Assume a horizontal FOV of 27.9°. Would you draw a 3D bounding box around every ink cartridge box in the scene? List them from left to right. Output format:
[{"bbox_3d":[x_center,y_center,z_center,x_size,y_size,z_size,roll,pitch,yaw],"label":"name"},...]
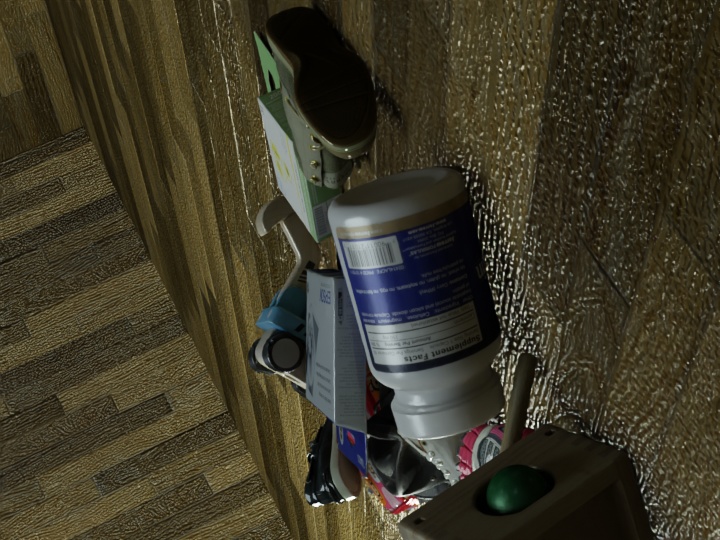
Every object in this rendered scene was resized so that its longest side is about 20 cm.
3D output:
[{"bbox_3d":[-0.083,-0.149,1.607,0.200,0.048,0.146,53,163,37],"label":"ink cartridge box"},{"bbox_3d":[-0.027,0.101,1.511,0.200,0.040,0.203,-173,81,-80],"label":"ink cartridge box"}]

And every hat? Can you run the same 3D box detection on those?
[{"bbox_3d":[0.049,0.173,1.475,0.200,0.080,0.203,36,134,46],"label":"hat"}]

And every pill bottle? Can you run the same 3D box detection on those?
[{"bbox_3d":[0.051,0.027,1.181,0.116,0.115,0.202,-152,45,-70],"label":"pill bottle"}]

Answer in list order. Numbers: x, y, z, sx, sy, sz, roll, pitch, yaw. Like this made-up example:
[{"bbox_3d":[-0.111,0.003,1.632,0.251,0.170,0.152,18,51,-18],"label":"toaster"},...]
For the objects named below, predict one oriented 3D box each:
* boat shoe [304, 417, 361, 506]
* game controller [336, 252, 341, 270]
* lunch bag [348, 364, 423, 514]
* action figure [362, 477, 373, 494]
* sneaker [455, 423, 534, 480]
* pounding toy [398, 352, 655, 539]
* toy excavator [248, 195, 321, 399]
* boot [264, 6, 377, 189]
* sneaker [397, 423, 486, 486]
[{"bbox_3d":[-0.035,0.224,1.751,0.075,0.066,0.200,55,-165,-22],"label":"boat shoe"},{"bbox_3d":[0.000,0.000,1.548,0.105,0.042,0.200,62,166,17],"label":"game controller"},{"bbox_3d":[0.034,0.171,1.654,0.201,0.081,0.176,63,163,10],"label":"lunch bag"},{"bbox_3d":[0.000,0.192,1.885,0.118,0.054,0.202,-132,25,-61],"label":"action figure"},{"bbox_3d":[0.154,0.226,1.264,0.074,0.081,0.201,-11,114,46],"label":"sneaker"},{"bbox_3d":[0.131,0.203,1.123,0.142,0.183,0.202,14,129,58],"label":"pounding toy"},{"bbox_3d":[-0.073,0.035,1.793,0.193,0.201,0.100,30,166,-12],"label":"toy excavator"},{"bbox_3d":[-0.027,-0.132,1.351,0.156,0.071,0.201,80,167,-45],"label":"boot"},{"bbox_3d":[0.081,0.169,1.368,0.073,0.084,0.202,165,89,-82],"label":"sneaker"}]
